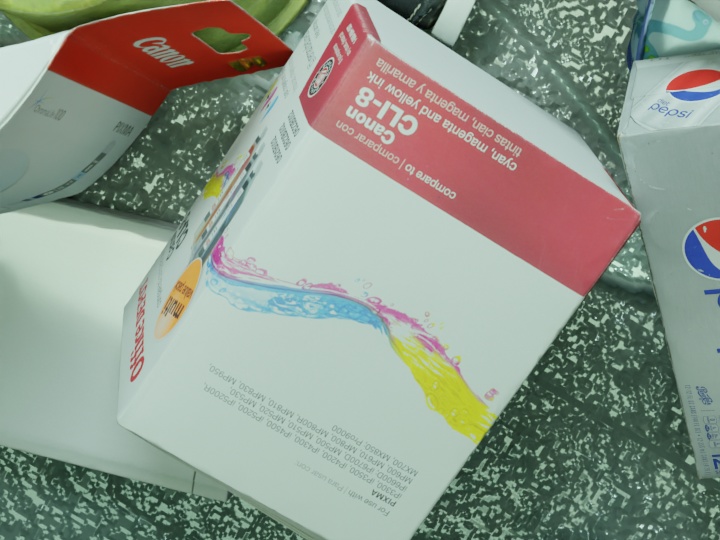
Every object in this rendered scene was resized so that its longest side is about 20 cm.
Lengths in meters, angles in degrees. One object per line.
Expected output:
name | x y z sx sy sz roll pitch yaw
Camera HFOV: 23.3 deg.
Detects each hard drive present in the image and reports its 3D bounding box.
hard drive | -0.150 0.031 0.900 0.199 0.027 0.133 13 100 6

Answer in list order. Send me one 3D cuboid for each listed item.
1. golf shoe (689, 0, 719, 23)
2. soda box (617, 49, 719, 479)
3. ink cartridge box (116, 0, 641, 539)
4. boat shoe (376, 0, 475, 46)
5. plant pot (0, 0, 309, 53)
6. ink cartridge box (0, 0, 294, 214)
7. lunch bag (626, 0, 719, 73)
golf shoe | 0.131 -0.144 0.739 0.094 0.078 0.201 -42 74 38
soda box | 0.171 0.001 0.788 0.068 0.064 0.201 -6 125 21
ink cartridge box | 0.000 0.000 0.788 0.144 0.145 0.200 31 103 -15
boat shoe | 0.056 -0.206 0.812 0.060 0.076 0.201 22 100 -2
plant pot | -0.117 -0.179 0.783 0.199 0.184 0.202 1 99 7
ink cartridge box | -0.132 -0.066 0.792 0.199 0.160 0.048 -12 85 9
lunch bag | 0.214 -0.150 0.795 0.160 0.082 0.201 12 100 7
